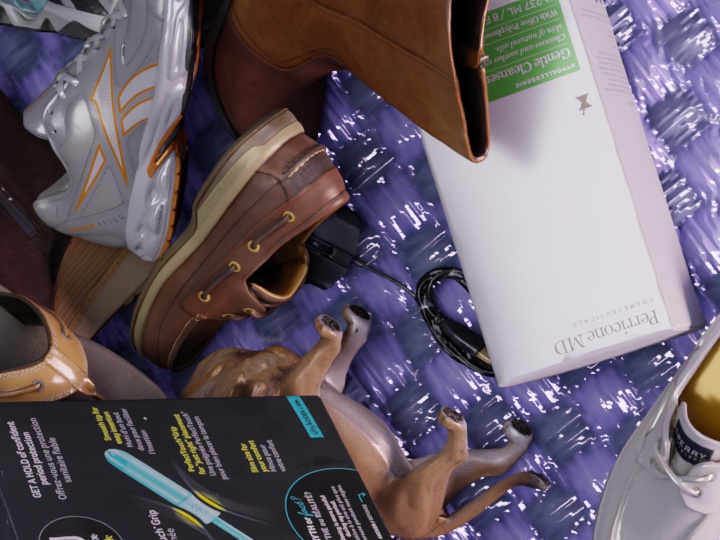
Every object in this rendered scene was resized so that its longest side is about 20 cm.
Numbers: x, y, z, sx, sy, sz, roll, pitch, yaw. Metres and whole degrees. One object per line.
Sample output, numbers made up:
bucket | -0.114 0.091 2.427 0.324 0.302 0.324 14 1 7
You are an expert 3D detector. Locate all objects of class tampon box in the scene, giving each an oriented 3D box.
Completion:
tampon box | -0.103 0.159 1.556 0.150 0.199 0.127 -118 36 -47

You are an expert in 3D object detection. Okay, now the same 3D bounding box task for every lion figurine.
lion figurine | -0.003 0.097 1.659 0.200 0.072 0.123 38 113 10

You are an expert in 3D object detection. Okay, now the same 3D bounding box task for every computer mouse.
computer mouse | 0.000 0.000 1.675 0.199 0.034 0.059 29 99 16

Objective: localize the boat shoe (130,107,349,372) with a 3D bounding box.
boat shoe | -0.067 -0.002 1.644 0.068 0.072 0.200 42 135 9

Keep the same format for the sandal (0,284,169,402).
sandal | -0.186 0.040 1.615 0.200 0.055 0.082 40 63 -2

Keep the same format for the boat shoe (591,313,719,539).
boat shoe | 0.179 0.091 1.595 0.071 0.070 0.200 35 101 15

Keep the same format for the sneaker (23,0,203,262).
sneaker | -0.135 -0.100 1.627 0.092 0.076 0.201 8 113 0

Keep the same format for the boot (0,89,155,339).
boot | -0.225 -0.002 1.688 0.166 0.072 0.200 44 63 -1

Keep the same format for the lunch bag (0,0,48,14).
lunch bag | -0.190 -0.263 1.660 0.170 0.122 0.200 27 76 43

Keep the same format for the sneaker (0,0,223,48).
sneaker | -0.147 -0.173 1.701 0.199 0.074 0.089 11 96 18

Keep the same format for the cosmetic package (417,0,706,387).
cosmetic package | 0.101 -0.048 1.613 0.107 0.085 0.201 -20 83 17

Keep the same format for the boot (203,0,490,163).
boot | 0.005 -0.107 1.590 0.200 0.068 0.189 32 130 40
